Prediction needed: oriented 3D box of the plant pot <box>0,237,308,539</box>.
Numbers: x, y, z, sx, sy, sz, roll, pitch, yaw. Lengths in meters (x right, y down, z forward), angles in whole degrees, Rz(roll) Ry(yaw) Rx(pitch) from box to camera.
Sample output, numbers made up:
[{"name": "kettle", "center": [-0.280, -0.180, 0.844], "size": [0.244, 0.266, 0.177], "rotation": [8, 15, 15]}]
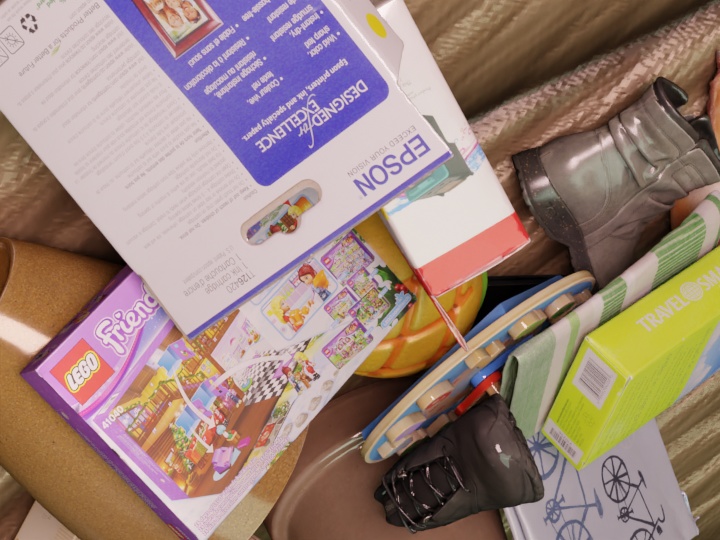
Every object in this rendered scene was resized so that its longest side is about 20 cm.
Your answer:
[{"name": "plant pot", "center": [-0.163, 0.071, 0.960], "size": [0.186, 0.187, 0.200], "rotation": [-43, 124, 17]}]

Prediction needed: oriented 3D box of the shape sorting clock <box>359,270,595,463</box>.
[{"name": "shape sorting clock", "center": [0.082, 0.069, 1.065], "size": [0.200, 0.039, 0.200], "rotation": [-39, 170, -8]}]

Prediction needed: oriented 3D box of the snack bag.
[{"name": "snack bag", "center": [0.177, 0.161, 1.195], "size": [0.021, 0.189, 0.200], "rotation": [-14, -169, 45]}]

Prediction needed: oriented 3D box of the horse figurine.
[{"name": "horse figurine", "center": [0.276, -0.066, 1.147], "size": [0.132, 0.050, 0.200], "rotation": [-5, 132, -36]}]

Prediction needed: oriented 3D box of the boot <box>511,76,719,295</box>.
[{"name": "boot", "center": [0.201, -0.044, 1.093], "size": [0.130, 0.068, 0.200], "rotation": [-25, 140, 16]}]

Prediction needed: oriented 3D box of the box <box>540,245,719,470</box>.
[{"name": "box", "center": [0.223, 0.048, 1.091], "size": [0.200, 0.048, 0.122], "rotation": [-30, 153, -30]}]

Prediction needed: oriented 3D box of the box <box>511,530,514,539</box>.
[{"name": "box", "center": [0.170, 0.189, 1.230], "size": [0.036, 0.201, 0.144], "rotation": [-12, 171, 38]}]

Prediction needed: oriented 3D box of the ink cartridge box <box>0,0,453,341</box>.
[{"name": "ink cartridge box", "center": [-0.080, -0.092, 0.794], "size": [0.197, 0.047, 0.200], "rotation": [-33, 103, 30]}]

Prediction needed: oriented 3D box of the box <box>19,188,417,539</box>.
[{"name": "box", "center": [-0.077, 0.037, 0.901], "size": [0.137, 0.039, 0.200], "rotation": [49, 66, -13]}]

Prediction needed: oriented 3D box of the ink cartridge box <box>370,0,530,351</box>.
[{"name": "ink cartridge box", "center": [0.030, -0.065, 0.893], "size": [0.067, 0.116, 0.200], "rotation": [-30, 112, 1]}]

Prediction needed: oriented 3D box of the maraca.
[{"name": "maraca", "center": [0.000, 0.000, 1.017], "size": [0.137, 0.107, 0.200], "rotation": [-43, 129, 14]}]

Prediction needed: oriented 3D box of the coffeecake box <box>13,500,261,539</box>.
[{"name": "coffeecake box", "center": [-0.170, 0.245, 1.157], "size": [0.200, 0.073, 0.154], "rotation": [32, 85, -46]}]

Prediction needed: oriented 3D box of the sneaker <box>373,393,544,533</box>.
[{"name": "sneaker", "center": [0.062, 0.142, 1.049], "size": [0.091, 0.076, 0.200], "rotation": [-22, 166, -16]}]

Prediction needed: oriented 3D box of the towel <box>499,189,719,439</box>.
[{"name": "towel", "center": [0.170, 0.039, 1.080], "size": [0.200, 0.023, 0.153], "rotation": [-35, 155, -21]}]

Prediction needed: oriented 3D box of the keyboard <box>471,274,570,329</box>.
[{"name": "keyboard", "center": [0.120, 0.037, 1.183], "size": [0.200, 0.040, 0.104], "rotation": [1, 125, -42]}]

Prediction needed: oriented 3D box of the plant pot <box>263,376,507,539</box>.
[{"name": "plant pot", "center": [0.037, 0.212, 1.209], "size": [0.200, 0.175, 0.201], "rotation": [-16, 140, -14]}]
